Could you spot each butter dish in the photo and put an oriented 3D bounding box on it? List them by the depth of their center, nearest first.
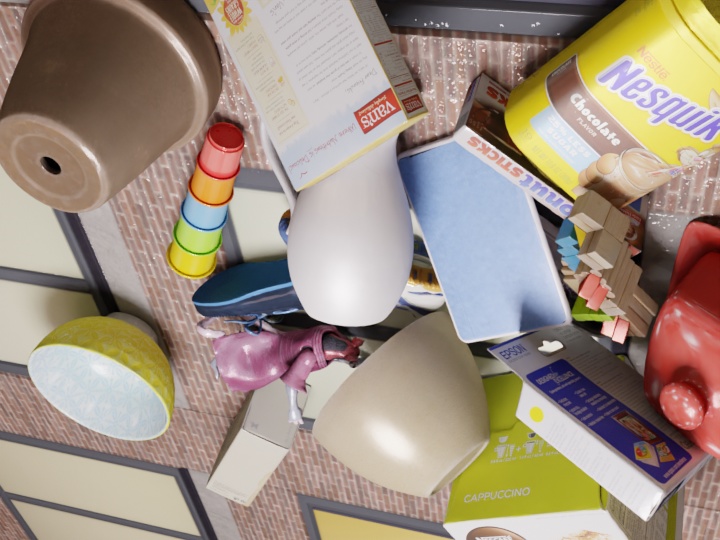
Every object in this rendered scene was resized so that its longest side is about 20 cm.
[{"bbox_3d":[0.327,0.093,0.894,0.199,0.146,0.203,36,139,37],"label":"butter dish"}]

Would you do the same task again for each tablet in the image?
[{"bbox_3d":[0.117,-0.032,0.951,0.128,0.014,0.203,-13,104,37],"label":"tablet"}]

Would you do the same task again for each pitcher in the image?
[{"bbox_3d":[-0.028,-0.062,0.942,0.169,0.120,0.204,14,108,32],"label":"pitcher"}]

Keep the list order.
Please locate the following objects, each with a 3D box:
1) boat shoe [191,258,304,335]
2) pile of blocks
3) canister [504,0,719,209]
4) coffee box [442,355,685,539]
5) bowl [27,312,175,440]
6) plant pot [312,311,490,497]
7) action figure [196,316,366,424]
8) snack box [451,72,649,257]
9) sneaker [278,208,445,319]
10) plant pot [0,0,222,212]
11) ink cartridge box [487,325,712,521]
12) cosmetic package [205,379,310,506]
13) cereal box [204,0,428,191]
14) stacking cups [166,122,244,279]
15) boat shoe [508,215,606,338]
[{"bbox_3d":[-0.106,0.036,1.137,0.197,0.085,0.069,-6,129,32],"label":"boat shoe"},{"bbox_3d":[0.204,0.010,0.880,0.081,0.063,0.201,14,155,33],"label":"pile of blocks"},{"bbox_3d":[0.230,-0.140,0.791,0.148,0.087,0.199,37,140,-17],"label":"canister"},{"bbox_3d":[0.238,0.246,1.126,0.197,0.202,0.198,-15,129,35],"label":"coffee box"},{"bbox_3d":[-0.324,0.122,1.311,0.196,0.109,0.202,12,139,11],"label":"bowl"},{"bbox_3d":[0.064,0.164,1.080,0.135,0.199,0.201,47,144,17],"label":"plant pot"},{"bbox_3d":[-0.075,0.091,1.191,0.197,0.134,0.151,-15,105,36],"label":"action figure"},{"bbox_3d":[0.172,-0.090,0.881,0.198,0.073,0.024,33,140,-14],"label":"snack box"},{"bbox_3d":[0.000,0.000,1.057,0.197,0.076,0.089,23,141,0],"label":"sneaker"},{"bbox_3d":[-0.250,-0.155,0.920,0.196,0.176,0.202,13,139,11],"label":"plant pot"},{"bbox_3d":[0.231,0.133,0.950,0.199,0.196,0.048,37,115,26],"label":"ink cartridge box"},{"bbox_3d":[-0.142,0.230,1.354,0.072,0.105,0.201,25,142,-7],"label":"cosmetic package"},{"bbox_3d":[-0.043,-0.186,0.825,0.143,0.039,0.203,-25,92,41],"label":"cereal box"},{"bbox_3d":[-0.162,-0.070,1.062,0.060,0.061,0.201,25,140,-4],"label":"stacking cups"},{"bbox_3d":[0.173,0.001,0.985,0.198,0.069,0.072,34,139,-14],"label":"boat shoe"}]
